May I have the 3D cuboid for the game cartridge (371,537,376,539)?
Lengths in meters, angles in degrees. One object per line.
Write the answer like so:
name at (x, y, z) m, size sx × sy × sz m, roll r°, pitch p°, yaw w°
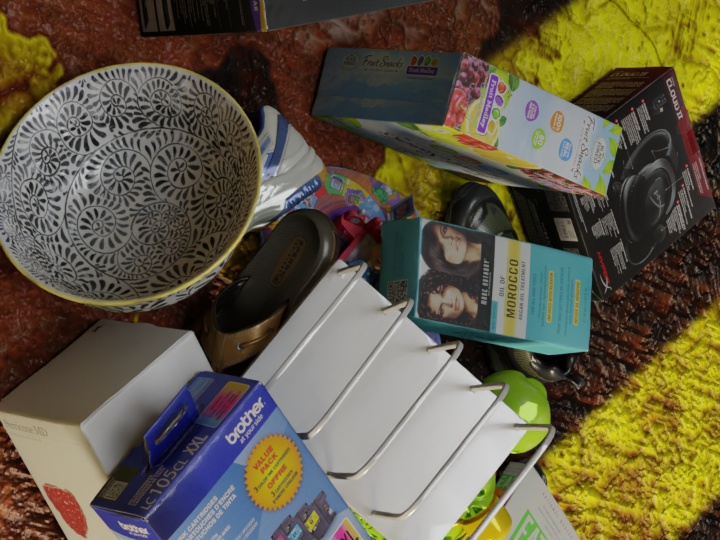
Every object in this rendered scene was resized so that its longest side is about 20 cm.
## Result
game cartridge at (-0.017, 0.228, 1.754) m, size 0.200 × 0.041 × 0.134 m, roll -46°, pitch 125°, yaw -30°

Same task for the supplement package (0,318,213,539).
supplement package at (-0.158, 0.154, 1.564) m, size 0.120 × 0.121 × 0.201 m, roll -40°, pitch 118°, yaw -32°

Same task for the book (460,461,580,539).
book at (0.115, 0.283, 1.802) m, size 0.201 × 0.048 × 0.134 m, roll -54°, pitch 130°, yaw -31°

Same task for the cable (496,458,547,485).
cable at (0.116, 0.183, 1.834) m, size 0.199 × 0.050 × 0.098 m, roll 28°, pitch 47°, yaw -44°

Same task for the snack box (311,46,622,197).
snack box at (0.088, -0.123, 1.732) m, size 0.199 × 0.168 × 0.068 m, roll 21°, pitch 83°, yaw -41°

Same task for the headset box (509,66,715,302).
headset box at (0.236, -0.086, 1.929) m, size 0.200 × 0.077 × 0.150 m, roll -38°, pitch 117°, yaw -34°

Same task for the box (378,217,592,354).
box at (0.104, 0.014, 1.713) m, size 0.199 × 0.049 × 0.083 m, roll 11°, pitch 78°, yaw -39°

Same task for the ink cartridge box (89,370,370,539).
ink cartridge box at (-0.098, 0.167, 1.489) m, size 0.137 × 0.076 × 0.201 m, roll -50°, pitch 122°, yaw -26°

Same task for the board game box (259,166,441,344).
board game box at (0.000, 0.000, 1.691) m, size 0.157 × 0.039 × 0.202 m, roll 4°, pitch 65°, yaw -31°

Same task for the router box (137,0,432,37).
router box at (-0.048, -0.219, 1.611) m, size 0.199 × 0.157 × 0.053 m, roll -16°, pitch 103°, yaw -39°

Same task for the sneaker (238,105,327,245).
sneaker at (-0.121, -0.052, 1.629) m, size 0.200 × 0.075 × 0.088 m, roll -38°, pitch 95°, yaw -31°

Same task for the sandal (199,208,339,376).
sandal at (-0.084, 0.039, 1.626) m, size 0.201 × 0.081 × 0.055 m, roll -59°, pitch 149°, yaw 1°

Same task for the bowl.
bowl at (-0.163, -0.043, 1.534) m, size 0.202 × 0.199 × 0.094 m, roll -58°, pitch 160°, yaw -22°

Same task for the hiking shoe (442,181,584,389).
hiking shoe at (0.142, 0.011, 1.835) m, size 0.076 × 0.100 × 0.201 m, roll -40°, pitch 119°, yaw -34°

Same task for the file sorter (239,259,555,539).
file sorter at (0.024, 0.104, 1.559) m, size 0.200 × 0.124 × 0.139 m, roll 41°, pitch 79°, yaw -5°

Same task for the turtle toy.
turtle toy at (0.065, 0.150, 1.694) m, size 0.146 × 0.199 × 0.101 m, roll 55°, pitch 22°, yaw -16°
